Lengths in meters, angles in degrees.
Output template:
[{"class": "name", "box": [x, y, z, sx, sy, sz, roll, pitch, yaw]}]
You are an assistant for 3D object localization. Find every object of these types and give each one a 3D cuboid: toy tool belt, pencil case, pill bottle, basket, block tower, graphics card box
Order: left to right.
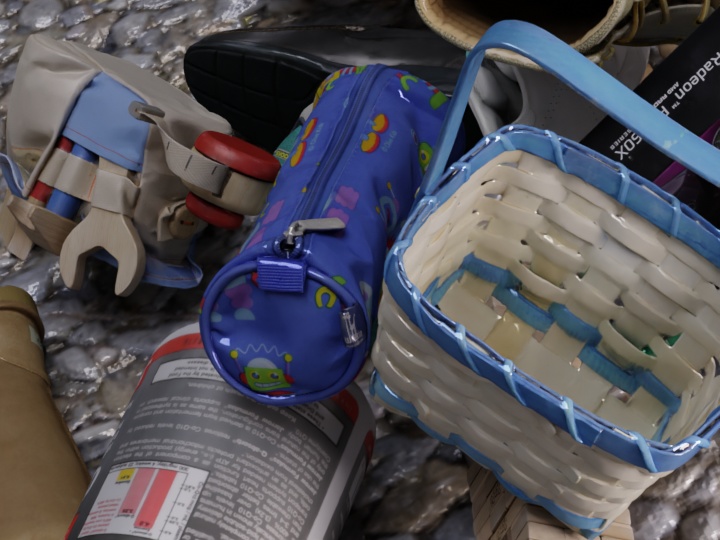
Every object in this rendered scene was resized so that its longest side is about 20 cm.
[{"class": "toy tool belt", "box": [-0.123, -0.036, 1.413, 0.200, 0.125, 0.123, 34, 104, 48]}, {"class": "pill bottle", "box": [-0.076, 0.130, 1.218, 0.116, 0.116, 0.200, 4, 49, 25]}, {"class": "pencil case", "box": [-0.011, -0.022, 1.232, 0.078, 0.087, 0.200, 13, 36, 10]}, {"class": "block tower", "box": [0.082, 0.081, 1.235, 0.058, 0.054, 0.200, 13, 43, -16]}, {"class": "basket", "box": [0.095, 0.002, 1.122, 0.176, 0.200, 0.139, 35, 54, 5]}, {"class": "graphics card box", "box": [0.183, -0.066, 1.248, 0.200, 0.125, 0.051, -43, 54, 12]}]

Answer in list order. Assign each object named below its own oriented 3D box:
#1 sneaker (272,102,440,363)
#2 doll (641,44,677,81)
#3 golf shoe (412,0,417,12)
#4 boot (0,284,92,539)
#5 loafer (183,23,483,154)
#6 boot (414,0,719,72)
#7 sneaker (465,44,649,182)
[{"class": "sneaker", "box": [0.000, 0.000, 1.362, 0.080, 0.077, 0.200, -43, 44, 18]}, {"class": "doll", "box": [0.216, -0.062, 1.338, 0.136, 0.048, 0.200, -49, 47, -12]}, {"class": "golf shoe", "box": [0.069, -0.176, 1.437, 0.092, 0.073, 0.200, -24, 11, -1]}, {"class": "boot", "box": [-0.221, 0.104, 1.339, 0.175, 0.066, 0.200, -22, 45, 1]}, {"class": "loafer", "box": [0.002, -0.101, 1.452, 0.200, 0.073, 0.072, 13, 44, 19]}, {"class": "boot", "box": [0.132, -0.131, 1.249, 0.200, 0.072, 0.155, 3, 13, 10]}, {"class": "sneaker", "box": [0.092, -0.102, 1.353, 0.075, 0.088, 0.200, -51, 19, 34]}]
